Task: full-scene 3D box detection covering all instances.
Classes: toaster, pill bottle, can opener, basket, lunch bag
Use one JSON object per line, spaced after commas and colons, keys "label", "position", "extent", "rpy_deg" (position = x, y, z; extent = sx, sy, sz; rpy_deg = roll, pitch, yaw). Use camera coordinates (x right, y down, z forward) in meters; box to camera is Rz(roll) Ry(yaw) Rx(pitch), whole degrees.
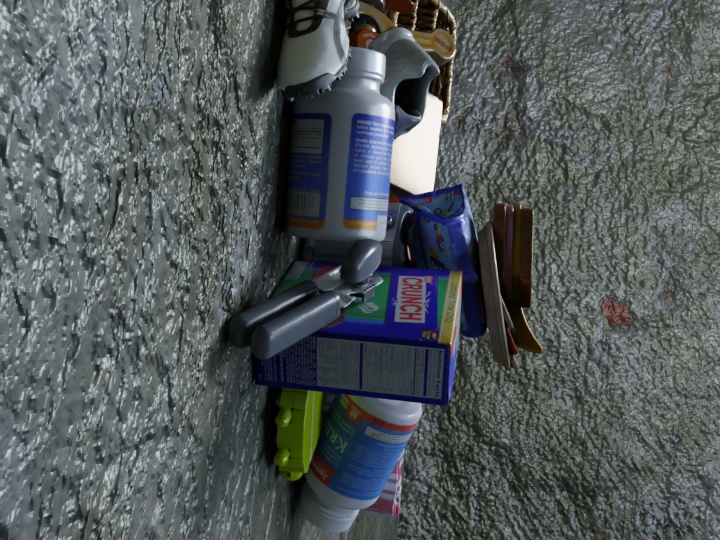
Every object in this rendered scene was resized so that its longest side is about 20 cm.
{"label": "toaster", "position": [0.000, 0.000, 0.980], "extent": [0.200, 0.129, 0.114], "rpy_deg": [84, 15, -50]}
{"label": "pill bottle", "position": [-0.008, 0.240, 1.003], "extent": [0.112, 0.112, 0.200], "rpy_deg": [-52, 167, -74]}
{"label": "can opener", "position": [-0.044, 0.017, 0.734], "extent": [0.200, 0.053, 0.067], "rpy_deg": [-28, 134, -52]}
{"label": "basket", "position": [0.070, -0.343, 1.171], "extent": [0.143, 0.149, 0.200], "rpy_deg": [68, 29, -71]}
{"label": "lunch bag", "position": [0.120, -0.013, 0.963], "extent": [0.200, 0.094, 0.151], "rpy_deg": [-111, -172, -74]}
{"label": "pill bottle", "position": [-0.020, -0.134, 0.828], "extent": [0.112, 0.112, 0.200], "rpy_deg": [-27, 122, -80]}

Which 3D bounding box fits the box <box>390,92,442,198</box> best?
{"label": "box", "position": [0.032, -0.195, 1.027], "extent": [0.200, 0.021, 0.164], "rpy_deg": [21, 70, -39]}

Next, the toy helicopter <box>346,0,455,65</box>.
{"label": "toy helicopter", "position": [0.039, -0.302, 0.975], "extent": [0.079, 0.200, 0.133], "rpy_deg": [-24, -106, 54]}

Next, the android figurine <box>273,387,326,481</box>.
{"label": "android figurine", "position": [-0.070, 0.160, 0.907], "extent": [0.200, 0.041, 0.182], "rpy_deg": [-64, 158, -73]}

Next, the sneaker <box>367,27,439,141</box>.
{"label": "sneaker", "position": [0.026, -0.176, 0.895], "extent": [0.092, 0.076, 0.200], "rpy_deg": [51, -49, 38]}

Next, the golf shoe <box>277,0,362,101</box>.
{"label": "golf shoe", "position": [-0.051, -0.252, 0.745], "extent": [0.095, 0.078, 0.200], "rpy_deg": [58, 33, -47]}

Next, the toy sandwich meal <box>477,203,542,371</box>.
{"label": "toy sandwich meal", "position": [0.189, 0.022, 0.938], "extent": [0.205, 0.070, 0.206], "rpy_deg": [-8, 90, -79]}

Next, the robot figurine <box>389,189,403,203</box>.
{"label": "robot figurine", "position": [0.025, -0.132, 1.105], "extent": [0.144, 0.116, 0.200], "rpy_deg": [-29, -130, 62]}

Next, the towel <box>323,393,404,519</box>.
{"label": "towel", "position": [0.001, 0.240, 1.088], "extent": [0.030, 0.146, 0.200], "rpy_deg": [15, 79, -56]}

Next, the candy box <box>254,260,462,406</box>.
{"label": "candy box", "position": [0.005, 0.059, 0.814], "extent": [0.169, 0.200, 0.077], "rpy_deg": [-67, 160, -64]}
